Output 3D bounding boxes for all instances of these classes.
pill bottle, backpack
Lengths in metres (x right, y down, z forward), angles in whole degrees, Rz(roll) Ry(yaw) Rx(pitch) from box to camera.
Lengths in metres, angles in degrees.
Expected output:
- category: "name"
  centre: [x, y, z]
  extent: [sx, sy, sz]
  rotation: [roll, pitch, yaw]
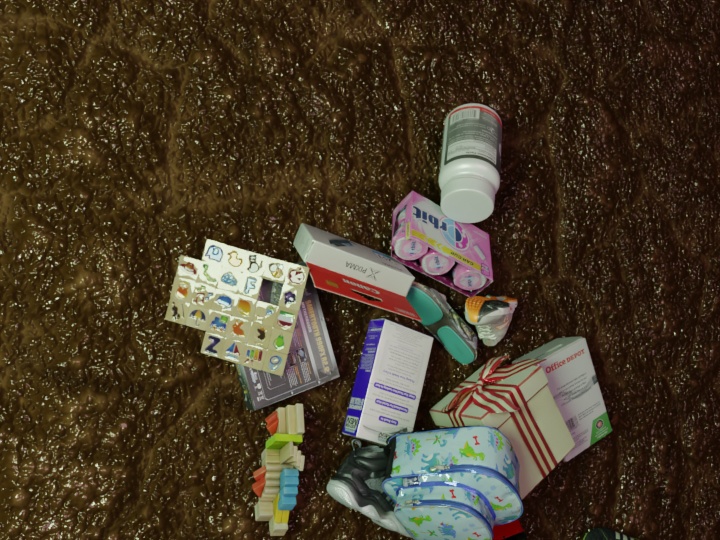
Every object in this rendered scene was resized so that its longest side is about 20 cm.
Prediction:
- category: "pill bottle"
  centre: [0.202, -0.196, 1.154]
  extent: [0.112, 0.114, 0.203]
  rotation: [24, 56, -23]
- category: "backpack"
  centre: [0.151, 0.343, 0.979]
  extent: [0.184, 0.197, 0.149]
  rotation: [57, 27, -35]

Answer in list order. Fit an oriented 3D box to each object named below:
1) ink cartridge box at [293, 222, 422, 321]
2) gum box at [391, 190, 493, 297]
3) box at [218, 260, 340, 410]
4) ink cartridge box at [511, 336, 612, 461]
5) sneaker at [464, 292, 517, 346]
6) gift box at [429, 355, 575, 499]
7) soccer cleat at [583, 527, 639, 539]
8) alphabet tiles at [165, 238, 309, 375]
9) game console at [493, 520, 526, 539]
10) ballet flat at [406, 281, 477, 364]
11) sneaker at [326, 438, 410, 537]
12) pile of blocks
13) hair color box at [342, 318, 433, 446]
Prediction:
- category: "ink cartridge box"
  centre: [0.000, 0.000, 1.024]
  extent: [0.197, 0.176, 0.045]
  rotation: [19, 106, -24]
- category: "gum box"
  centre: [0.144, -0.048, 1.138]
  extent: [0.197, 0.066, 0.115]
  rotation: [26, 46, -22]
- category: "box"
  centre: [-0.134, 0.101, 1.011]
  extent: [0.156, 0.048, 0.204]
  rotation: [-17, 92, -28]
- category: "ink cartridge box"
  centre: [0.402, 0.251, 1.252]
  extent: [0.144, 0.083, 0.204]
  rotation: [-19, 94, -27]
- category: "sneaker"
  centre: [0.240, 0.097, 1.151]
  extent: [0.199, 0.074, 0.094]
  rotation: [-2, 103, -61]
- category: "gift box"
  centre: [0.261, 0.266, 1.118]
  extent: [0.183, 0.199, 0.189]
  rotation: [-33, 98, -31]
- category: "soccer cleat"
  centre: [0.542, 0.576, 1.289]
  extent: [0.197, 0.081, 0.069]
  rotation: [19, 76, -24]
- category: "alphabet tiles"
  centre: [-0.191, 0.052, 0.951]
  extent: [0.196, 0.008, 0.171]
  rotation: [15, 92, 1]
- category: "game console"
  centre: [0.193, 0.506, 1.152]
  extent: [0.196, 0.119, 0.175]
  rotation: [-6, 56, -28]
- category: "ballet flat"
  centre: [0.148, 0.085, 1.159]
  extent: [0.201, 0.072, 0.072]
  rotation: [49, 66, -15]
- category: "sneaker"
  centre: [0.043, 0.366, 1.058]
  extent: [0.199, 0.075, 0.115]
  rotation: [36, 66, -22]
- category: "pile of blocks"
  centre: [-0.131, 0.308, 0.970]
  extent: [0.061, 0.082, 0.205]
  rotation: [9, 81, -26]
- category: "hair color box"
  centre: [0.049, 0.198, 1.087]
  extent: [0.108, 0.064, 0.204]
  rotation: [22, 73, -24]
